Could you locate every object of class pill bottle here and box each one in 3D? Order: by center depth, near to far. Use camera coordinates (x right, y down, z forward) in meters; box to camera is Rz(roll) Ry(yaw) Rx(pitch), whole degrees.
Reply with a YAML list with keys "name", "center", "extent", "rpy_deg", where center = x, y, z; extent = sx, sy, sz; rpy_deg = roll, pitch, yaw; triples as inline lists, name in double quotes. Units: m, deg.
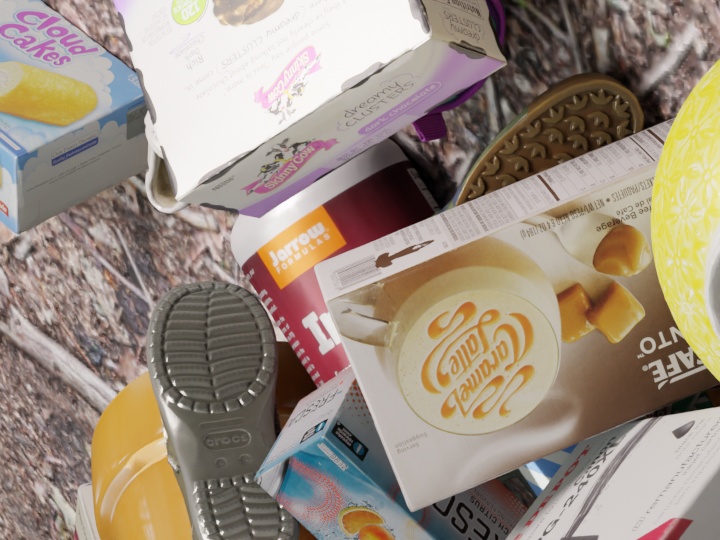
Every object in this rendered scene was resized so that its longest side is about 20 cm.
- name: "pill bottle"
  center: [0.000, 0.000, 1.480]
  extent: [0.200, 0.113, 0.113]
  rpy_deg: [56, 148, 5]

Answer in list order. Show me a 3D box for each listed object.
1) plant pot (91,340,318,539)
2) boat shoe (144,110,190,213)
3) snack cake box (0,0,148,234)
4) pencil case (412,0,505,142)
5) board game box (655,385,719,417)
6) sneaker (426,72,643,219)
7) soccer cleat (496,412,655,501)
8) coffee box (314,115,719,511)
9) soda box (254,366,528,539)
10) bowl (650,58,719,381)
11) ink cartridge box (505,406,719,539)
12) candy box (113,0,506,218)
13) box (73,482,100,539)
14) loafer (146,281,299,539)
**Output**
- name: "plant pot"
  center: [-0.056, 0.174, 1.552]
  extent: [0.201, 0.199, 0.184]
  rpy_deg: [103, 166, -47]
- name: "boat shoe"
  center: [-0.091, -0.088, 1.545]
  extent: [0.071, 0.069, 0.200]
  rpy_deg: [38, 155, 11]
- name: "snack cake box"
  center: [-0.236, -0.119, 1.711]
  extent: [0.200, 0.115, 0.067]
  rpy_deg: [37, 141, 31]
- name: "pencil case"
  center: [-0.019, -0.155, 1.408]
  extent: [0.200, 0.085, 0.093]
  rpy_deg: [37, 122, 34]
- name: "board game box"
  center: [0.170, 0.125, 1.386]
  extent: [0.095, 0.030, 0.200]
  rpy_deg: [-28, 91, 34]
- name: "sneaker"
  center: [0.066, -0.025, 1.365]
  extent: [0.067, 0.200, 0.090]
  rpy_deg: [33, -168, -13]
- name: "soccer cleat"
  center: [0.131, 0.117, 1.352]
  extent: [0.200, 0.086, 0.070]
  rpy_deg: [54, -171, -2]
- name: "coffee box"
  center: [0.092, 0.018, 1.279]
  extent: [0.080, 0.199, 0.115]
  rpy_deg: [-112, 0, -76]
- name: "soda box"
  center: [0.043, 0.143, 1.409]
  extent: [0.200, 0.068, 0.064]
  rpy_deg: [44, 133, -12]
- name: "bowl"
  center: [0.204, -0.005, 1.140]
  extent: [0.199, 0.108, 0.201]
  rpy_deg: [12, 115, 26]
- name: "ink cartridge box"
  center: [0.129, 0.144, 1.216]
  extent: [0.083, 0.145, 0.200]
  rpy_deg: [42, 162, -9]
- name: "candy box"
  center: [-0.038, -0.153, 1.325]
  extent: [0.167, 0.071, 0.201]
  rpy_deg: [-30, 67, 28]
- name: "box"
  center: [-0.134, 0.245, 1.833]
  extent: [0.200, 0.109, 0.128]
  rpy_deg: [100, 153, -46]
- name: "loafer"
  center: [-0.078, 0.093, 1.458]
  extent: [0.070, 0.075, 0.201]
  rpy_deg: [101, 165, -50]
